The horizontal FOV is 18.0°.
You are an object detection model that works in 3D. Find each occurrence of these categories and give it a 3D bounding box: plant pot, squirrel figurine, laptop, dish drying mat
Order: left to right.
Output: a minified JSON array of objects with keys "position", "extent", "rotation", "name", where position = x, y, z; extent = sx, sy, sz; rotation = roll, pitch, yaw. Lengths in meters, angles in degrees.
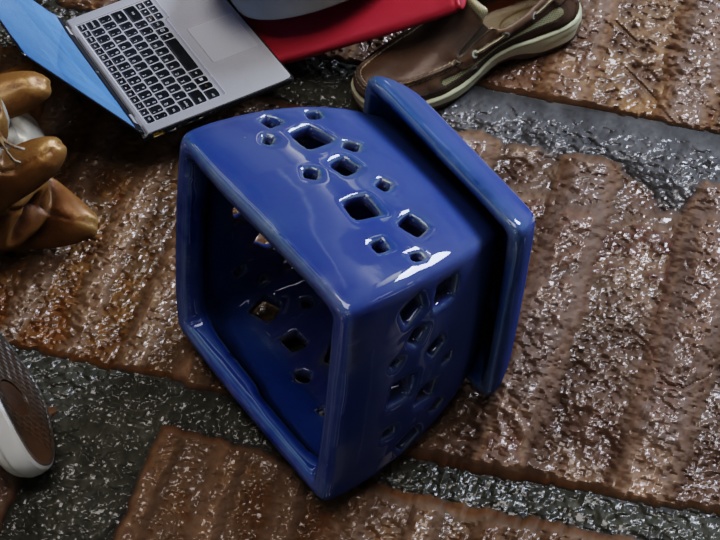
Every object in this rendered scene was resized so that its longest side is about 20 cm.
[{"position":[-0.309,-0.079,1.623],"extent":[0.200,0.187,0.142],"rotation":[-12,85,10],"name":"squirrel figurine"},{"position":[-0.185,-0.198,1.749],"extent":[0.200,0.116,0.187],"rotation":[-23,42,-14],"name":"laptop"},{"position":[-0.009,-0.205,1.780],"extent":[0.200,0.018,0.077],"rotation":[-13,48,22],"name":"dish drying mat"},{"position":[0.000,0.000,1.543],"extent":[0.180,0.200,0.200],"rotation":[-25,54,-25],"name":"plant pot"}]

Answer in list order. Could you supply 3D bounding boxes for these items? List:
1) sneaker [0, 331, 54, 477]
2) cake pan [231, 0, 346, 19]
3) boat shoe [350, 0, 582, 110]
[{"position":[-0.284,0.080,1.596],"extent":[0.085,0.073,0.200],"rotation":[-40,61,10],"name":"sneaker"},{"position":[-0.025,-0.258,1.808],"extent":[0.200,0.037,0.200],"rotation":[-19,27,10],"name":"cake pan"},{"position":[0.080,-0.190,1.773],"extent":[0.202,0.075,0.075],"rotation":[-28,55,-18],"name":"boat shoe"}]
